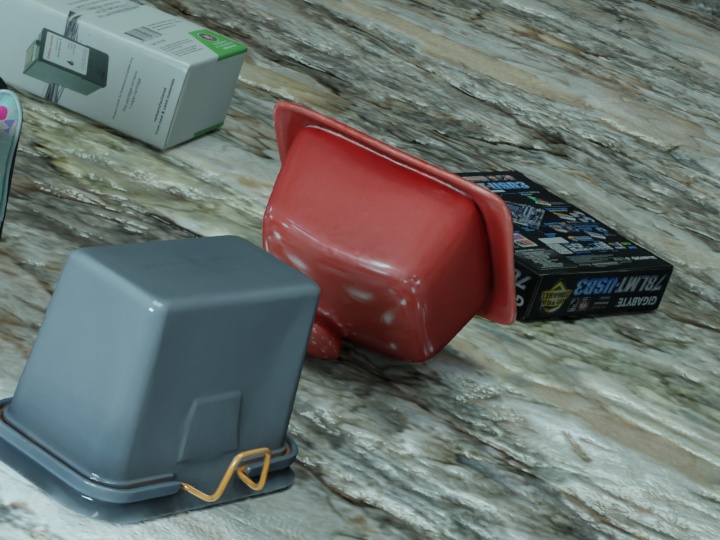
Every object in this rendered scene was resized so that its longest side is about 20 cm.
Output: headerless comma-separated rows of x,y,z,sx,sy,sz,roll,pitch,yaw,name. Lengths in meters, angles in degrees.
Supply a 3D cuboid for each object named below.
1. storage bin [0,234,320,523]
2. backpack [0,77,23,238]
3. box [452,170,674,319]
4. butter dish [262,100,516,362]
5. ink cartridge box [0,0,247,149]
-0.110,0.061,1.436,0.146,0.134,0.200,31,23,32,storage bin
-0.323,-0.053,1.487,0.200,0.178,0.151,10,15,-15,backpack
0.139,-0.025,2.059,0.198,0.050,0.200,32,23,35,box
0.000,0.000,1.726,0.200,0.148,0.199,26,-24,18,butter dish
-0.224,-0.192,2.119,0.200,0.084,0.146,23,19,13,ink cartridge box
